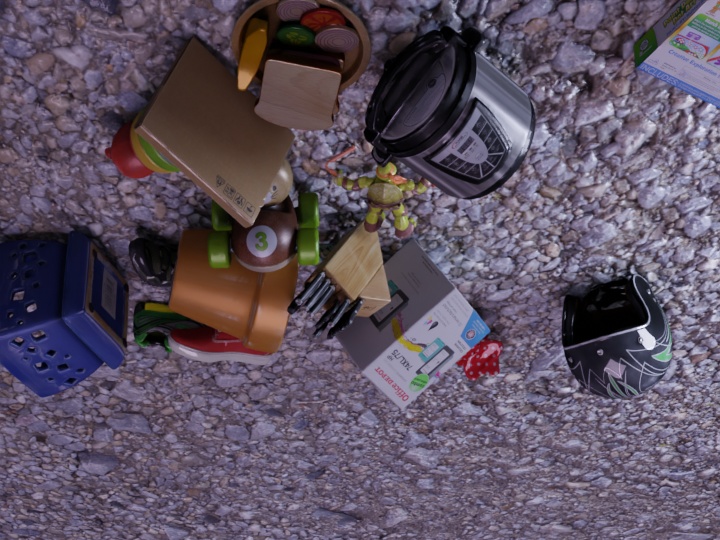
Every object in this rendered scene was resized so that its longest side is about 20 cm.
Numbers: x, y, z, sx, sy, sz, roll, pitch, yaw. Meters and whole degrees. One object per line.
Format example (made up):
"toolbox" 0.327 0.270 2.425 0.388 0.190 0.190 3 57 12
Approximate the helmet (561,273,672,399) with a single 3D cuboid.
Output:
"helmet" 0.433 0.122 1.858 0.196 0.193 0.201 1 146 1

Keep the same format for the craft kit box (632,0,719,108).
"craft kit box" 0.483 -0.294 1.385 0.198 0.049 0.197 19 145 -23

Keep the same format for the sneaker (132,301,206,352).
"sneaker" -0.313 0.116 1.984 0.197 0.086 0.078 4 146 -4

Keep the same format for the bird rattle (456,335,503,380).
"bird rattle" 0.163 0.130 1.974 0.196 0.113 0.165 1 130 -3

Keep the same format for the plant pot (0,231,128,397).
"plant pot" -0.493 0.065 1.817 0.177 0.202 0.201 -15 143 12

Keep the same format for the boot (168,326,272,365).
"boot" -0.229 0.084 1.909 0.197 0.073 0.146 5 118 -29

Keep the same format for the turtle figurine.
"turtle figurine" 0.049 -0.113 1.650 0.196 0.065 0.162 -1 145 5

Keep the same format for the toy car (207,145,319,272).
"toy car" -0.144 -0.115 1.598 0.161 0.159 0.202 -2 134 -1

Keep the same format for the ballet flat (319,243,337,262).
"ballet flat" 0.000 0.000 1.831 0.073 0.075 0.200 -16 144 25

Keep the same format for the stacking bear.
"stacking bear" -0.271 -0.187 1.522 0.198 0.116 0.120 -19 157 40

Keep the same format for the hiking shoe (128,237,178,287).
"hiking shoe" -0.295 -0.013 1.822 0.100 0.077 0.199 -30 143 22

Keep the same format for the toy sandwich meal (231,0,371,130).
"toy sandwich meal" -0.079 -0.269 1.423 0.202 0.071 0.206 1 146 1

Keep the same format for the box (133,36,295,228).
"box" -0.184 -0.181 1.441 0.021 0.165 0.200 -17 130 45

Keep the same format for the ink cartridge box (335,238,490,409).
"ink cartridge box" 0.076 0.089 1.798 0.200 0.146 0.147 -42 136 3

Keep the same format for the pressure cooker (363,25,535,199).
"pressure cooker" 0.105 -0.204 1.418 0.199 0.178 0.177 31 153 -35

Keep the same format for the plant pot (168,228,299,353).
"plant pot" -0.203 0.014 1.731 0.180 0.203 0.201 12 145 -11

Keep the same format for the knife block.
"knife block" -0.044 0.007 1.683 0.174 0.203 0.064 11 148 -38
